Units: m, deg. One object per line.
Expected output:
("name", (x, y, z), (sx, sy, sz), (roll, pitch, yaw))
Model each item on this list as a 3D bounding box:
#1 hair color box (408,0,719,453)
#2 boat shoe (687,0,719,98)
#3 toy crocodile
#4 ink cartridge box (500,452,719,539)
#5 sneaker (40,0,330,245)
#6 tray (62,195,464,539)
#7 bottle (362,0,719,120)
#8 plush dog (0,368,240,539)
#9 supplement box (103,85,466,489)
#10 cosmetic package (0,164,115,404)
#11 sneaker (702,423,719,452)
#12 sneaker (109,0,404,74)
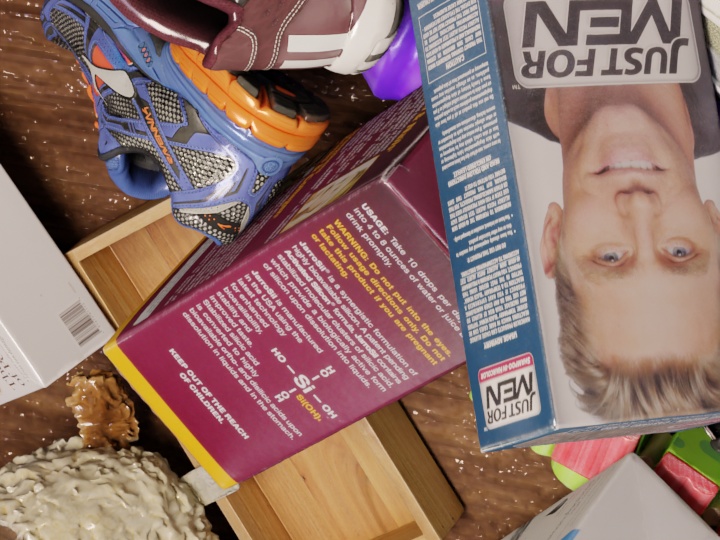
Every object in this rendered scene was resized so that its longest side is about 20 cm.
("hair color box", (0.085, -0.037, 1.089), (0.060, 0.100, 0.201), (-23, 74, 60))
("boat shoe", (0.164, -0.074, 1.110), (0.074, 0.202, 0.065), (3, 114, -24))
("toy crocodile", (0.138, 0.088, 1.264), (0.200, 0.062, 0.068), (31, 122, 10))
("ink cartridge box", (0.065, 0.173, 1.271), (0.067, 0.116, 0.200), (43, 143, -3))
("sneaker", (-0.092, -0.074, 1.238), (0.079, 0.075, 0.200), (-62, 35, 8))
("tray", (-0.045, 0.053, 1.348), (0.098, 0.037, 0.200), (-26, 99, 32))
("bottle", (0.066, -0.076, 1.220), (0.200, 0.065, 0.084), (32, 126, 9))
("plush dog", (-0.157, 0.152, 1.341), (0.200, 0.172, 0.161), (17, 127, 32))
("supplement box", (0.000, 0.000, 1.196), (0.086, 0.110, 0.200), (49, 136, -10))
("cosmetic package", (-0.203, -0.032, 1.356), (0.200, 0.051, 0.082), (56, 154, -6))
("sneaker", (0.173, 0.077, 1.175), (0.200, 0.121, 0.084), (32, 132, -15))
("sneaker", (-0.064, -0.168, 1.168), (0.076, 0.115, 0.201), (-52, 54, 56))
